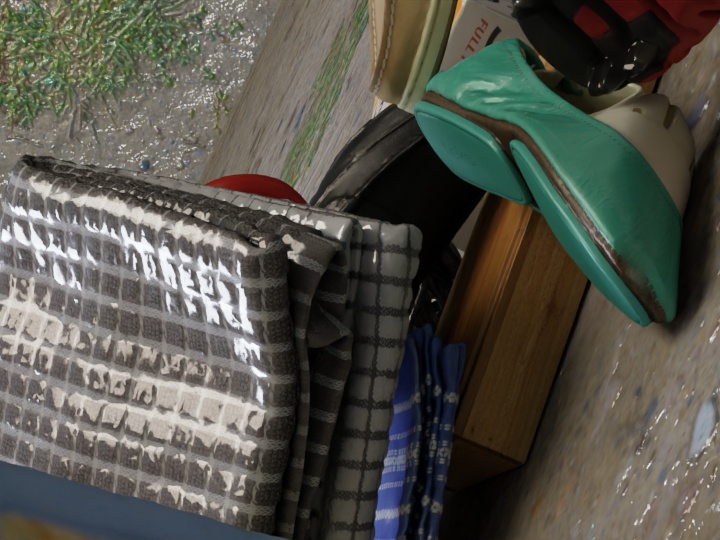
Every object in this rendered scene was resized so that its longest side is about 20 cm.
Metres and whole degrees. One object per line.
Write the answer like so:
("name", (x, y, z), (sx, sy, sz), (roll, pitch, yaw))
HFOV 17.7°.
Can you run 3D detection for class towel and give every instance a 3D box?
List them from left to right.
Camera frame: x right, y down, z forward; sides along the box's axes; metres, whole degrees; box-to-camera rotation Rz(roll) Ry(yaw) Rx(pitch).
("towel", (-0.079, 0.046, 0.932), (0.199, 0.085, 0.167), (14, 96, 44))
("towel", (0.002, 0.127, 0.946), (0.145, 0.024, 0.201), (151, 130, -75))

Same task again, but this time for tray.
("tray", (0.071, -0.010, 0.982), (0.099, 0.037, 0.201), (139, 152, -71))

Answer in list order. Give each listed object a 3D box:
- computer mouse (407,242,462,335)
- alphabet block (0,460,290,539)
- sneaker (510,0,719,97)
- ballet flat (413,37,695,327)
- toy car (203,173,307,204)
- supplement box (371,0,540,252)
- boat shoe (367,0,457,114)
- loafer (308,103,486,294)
("computer mouse", (-0.002, 0.061, 1.075), (0.110, 0.044, 0.201), (52, -131, -54))
("alphabet block", (-0.091, 0.213, 0.788), (0.196, 0.195, 0.200), (-88, 22, -49))
("sneaker", (0.133, -0.131, 0.787), (0.098, 0.071, 0.200), (-51, 12, -30))
("ballet flat", (0.083, -0.045, 0.863), (0.070, 0.067, 0.200), (-36, 29, -4))
("toy car", (-0.079, 0.023, 1.346), (0.150, 0.174, 0.200), (-58, 12, 38))
("supplement box", (0.061, -0.115, 1.183), (0.200, 0.073, 0.126), (-82, 18, -60))
("boat shoe", (0.008, -0.163, 0.984), (0.074, 0.066, 0.201), (119, 155, -66))
("loafer", (0.000, 0.000, 0.993), (0.201, 0.068, 0.070), (-46, 39, 4))
